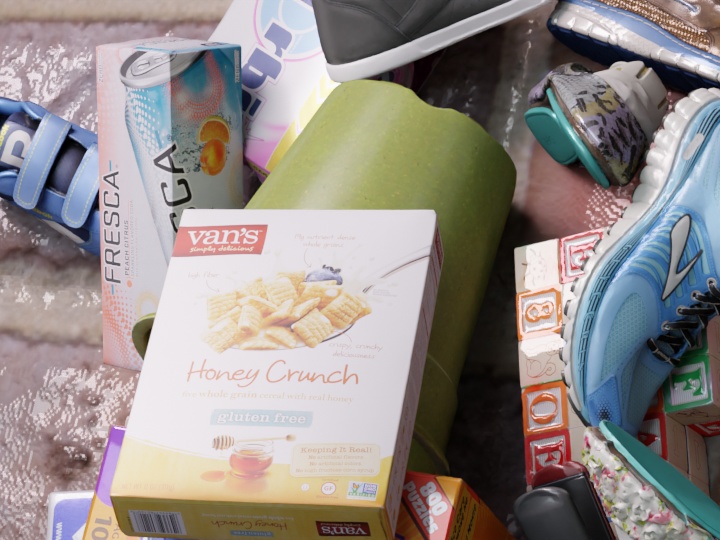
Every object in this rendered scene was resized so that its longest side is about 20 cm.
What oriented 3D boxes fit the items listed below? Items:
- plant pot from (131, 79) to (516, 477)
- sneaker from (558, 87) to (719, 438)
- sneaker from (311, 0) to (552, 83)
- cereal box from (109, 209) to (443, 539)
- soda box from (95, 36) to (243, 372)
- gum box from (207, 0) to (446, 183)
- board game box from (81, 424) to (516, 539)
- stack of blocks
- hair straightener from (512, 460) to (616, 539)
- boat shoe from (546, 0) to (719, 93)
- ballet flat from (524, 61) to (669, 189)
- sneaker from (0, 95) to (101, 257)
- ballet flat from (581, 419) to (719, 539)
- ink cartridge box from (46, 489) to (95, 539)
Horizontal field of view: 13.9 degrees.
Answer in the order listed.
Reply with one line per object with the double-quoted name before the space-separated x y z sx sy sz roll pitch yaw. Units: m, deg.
"plant pot" 0.000 0.000 1.697 0.200 0.200 0.190 14 68 34
"sneaker" 0.175 0.003 1.569 0.090 0.078 0.200 23 86 30
"sneaker" 0.056 -0.193 1.719 0.200 0.099 0.071 -25 21 -5
"cereal box" -0.040 0.051 1.531 0.144 0.040 0.200 0 49 12
"soda box" -0.114 -0.038 1.784 0.068 0.064 0.201 9 105 42
"gum box" -0.019 -0.141 1.816 0.113 0.066 0.200 34 91 36
"board game box" -0.035 0.218 1.583 0.200 0.200 0.200 7 72 20
"stack of blocks" 0.153 0.076 1.636 0.115 0.059 0.200 -13 66 27
"hair straightener" 0.125 0.205 1.554 0.041 0.077 0.200 -13 101 25
"boat shoe" 0.197 -0.139 1.682 0.200 0.072 0.072 25 85 35
"ballet flat" 0.136 -0.091 1.649 0.072 0.200 0.072 0 96 -4
"sneaker" -0.188 -0.060 1.879 0.200 0.082 0.074 21 82 31
"ballet flat" 0.187 0.158 1.535 0.200 0.076 0.064 35 100 3
"ink cartridge box" -0.092 0.225 1.732 0.200 0.047 0.198 -3 70 15
